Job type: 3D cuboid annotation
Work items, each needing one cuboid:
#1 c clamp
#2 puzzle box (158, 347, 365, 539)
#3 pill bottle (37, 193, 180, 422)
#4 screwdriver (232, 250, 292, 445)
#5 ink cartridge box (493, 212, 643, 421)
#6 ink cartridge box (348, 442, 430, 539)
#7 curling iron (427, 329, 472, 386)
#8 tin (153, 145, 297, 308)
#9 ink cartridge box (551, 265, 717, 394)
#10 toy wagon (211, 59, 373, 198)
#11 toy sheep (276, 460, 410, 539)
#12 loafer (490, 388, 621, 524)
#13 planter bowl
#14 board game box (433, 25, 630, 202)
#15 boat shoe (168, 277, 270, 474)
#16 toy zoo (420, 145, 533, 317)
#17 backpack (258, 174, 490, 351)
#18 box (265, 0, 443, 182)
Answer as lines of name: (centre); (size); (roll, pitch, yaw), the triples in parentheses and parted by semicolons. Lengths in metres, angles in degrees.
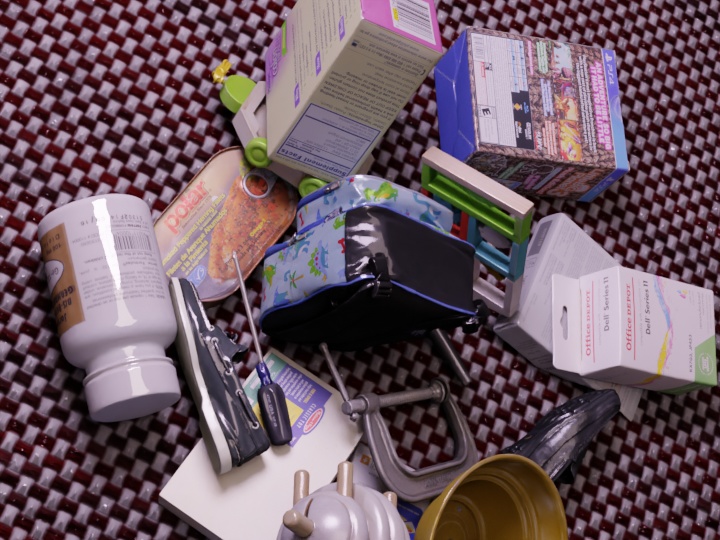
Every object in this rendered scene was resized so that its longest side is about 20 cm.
c clamp: (0.052, 0.153, 1.419); (0.199, 0.027, 0.172); (5, 61, -50)
puzzle box: (-0.090, 0.188, 1.372); (0.133, 0.025, 0.200); (33, 60, 9)
pill bottle: (-0.240, 0.038, 1.336); (0.113, 0.114, 0.202); (-8, 73, -25)
screwdriver: (-0.105, 0.078, 1.375); (0.028, 0.029, 0.201); (-3, 70, -53)
ink cartridge box: (0.258, 0.057, 1.586); (0.200, 0.047, 0.161); (40, 58, -23)
ink cartridge box: (0.002, 0.283, 1.384); (0.094, 0.037, 0.201); (27, 59, -11)
curling iron: (0.061, 0.041, 1.506); (0.201, 0.025, 0.050); (58, 21, 3)
tin: (-0.148, -0.046, 1.453); (0.112, 0.042, 0.200); (42, 60, -7)
ink cartridge box: (0.309, 0.066, 1.547); (0.199, 0.067, 0.118); (12, 71, -33)
toy wagon: (-0.079, -0.156, 1.500); (0.199, 0.040, 0.156); (33, 39, -6)
toy sheep: (-0.017, 0.258, 1.285); (0.200, 0.137, 0.139); (38, 53, -46)
loafer: (0.211, 0.198, 1.489); (0.200, 0.068, 0.071); (-34, 95, -26)
planter bowl: (0.113, 0.281, 1.385); (0.199, 0.083, 0.202); (-2, 92, -40)
board game box: (0.199, -0.180, 1.615); (0.198, 0.097, 0.161); (6, 67, -20)
boat shoe: (-0.138, 0.096, 1.354); (0.066, 0.075, 0.201); (-14, 69, -18)
toy zoo: (0.118, -0.029, 1.473); (0.131, 0.201, 0.020); (33, 57, 23)
backpack: (0.000, 0.000, 1.398); (0.182, 0.199, 0.148); (19, 60, -39)
box: (-0.012, -0.225, 1.427); (0.096, 0.200, 0.177); (19, 41, -24)
